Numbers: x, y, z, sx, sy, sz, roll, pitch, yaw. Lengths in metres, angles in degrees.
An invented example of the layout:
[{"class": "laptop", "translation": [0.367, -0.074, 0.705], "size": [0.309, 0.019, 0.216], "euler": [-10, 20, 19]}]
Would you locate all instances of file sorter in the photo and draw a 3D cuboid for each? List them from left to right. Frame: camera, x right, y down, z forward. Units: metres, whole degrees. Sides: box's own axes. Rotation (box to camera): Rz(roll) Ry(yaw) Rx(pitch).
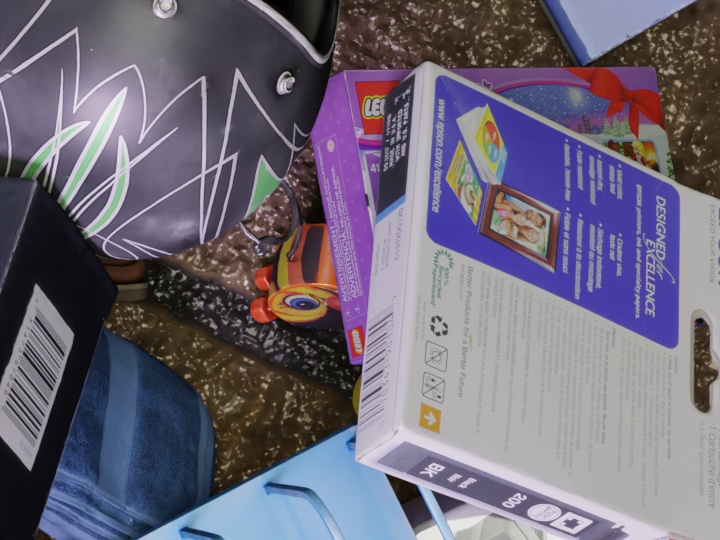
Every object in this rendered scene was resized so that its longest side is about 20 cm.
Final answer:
[{"class": "file sorter", "translation": [-0.045, 0.177, 1.322], "size": [0.200, 0.123, 0.139], "euler": [-27, 94, -13]}]

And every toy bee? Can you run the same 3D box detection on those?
[{"class": "toy bee", "translation": [0.000, 0.000, 1.445], "size": [0.200, 0.109, 0.131], "euler": [41, 55, -17]}]

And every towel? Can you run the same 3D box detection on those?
[{"class": "towel", "translation": [-0.138, 0.072, 1.376], "size": [0.048, 0.200, 0.112], "euler": [-13, 59, 32]}]

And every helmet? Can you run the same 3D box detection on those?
[{"class": "helmet", "translation": [-0.104, -0.099, 1.282], "size": [0.200, 0.200, 0.191], "euler": [20, 46, -6]}]

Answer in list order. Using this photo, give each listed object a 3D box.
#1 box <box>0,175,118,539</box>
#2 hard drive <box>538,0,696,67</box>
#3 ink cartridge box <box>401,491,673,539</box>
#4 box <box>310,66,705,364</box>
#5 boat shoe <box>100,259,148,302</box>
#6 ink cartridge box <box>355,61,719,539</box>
[{"class": "box", "translation": [-0.229, 0.038, 1.248], "size": [0.200, 0.104, 0.148], "euler": [7, 64, 21]}, {"class": "hard drive", "translation": [0.120, -0.223, 1.478], "size": [0.132, 0.025, 0.200], "euler": [-30, 94, -5]}, {"class": "ink cartridge box", "translation": [0.084, 0.172, 1.451], "size": [0.200, 0.084, 0.145], "euler": [-25, 94, -5]}, {"class": "box", "translation": [0.073, -0.030, 1.412], "size": [0.200, 0.039, 0.137], "euler": [-3, 79, -36]}, {"class": "boat shoe", "translation": [-0.200, -0.027, 1.425], "size": [0.200, 0.072, 0.068], "euler": [9, 91, -6]}, {"class": "ink cartridge box", "translation": [0.094, 0.026, 1.341], "size": [0.200, 0.043, 0.198], "euler": [22, 55, -26]}]
